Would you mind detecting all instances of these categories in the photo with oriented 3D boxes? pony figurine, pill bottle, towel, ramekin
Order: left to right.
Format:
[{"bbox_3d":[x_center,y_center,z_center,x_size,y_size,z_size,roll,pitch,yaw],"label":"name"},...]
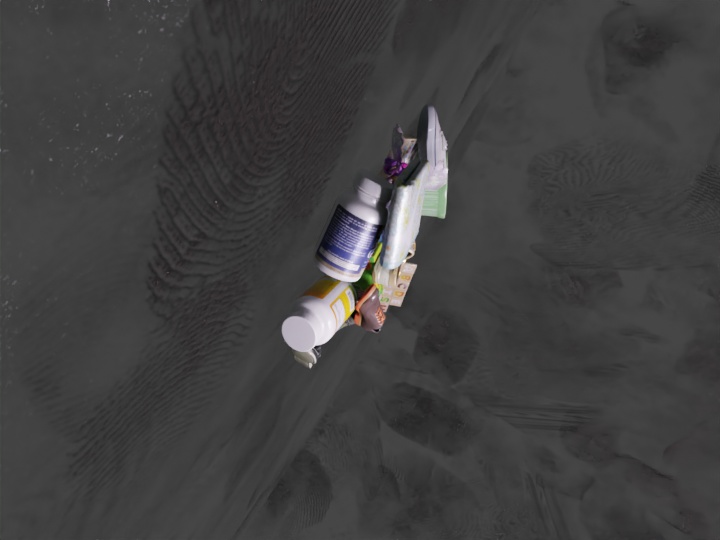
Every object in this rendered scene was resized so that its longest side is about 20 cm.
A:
[{"bbox_3d":[-0.091,0.094,1.172,0.112,0.110,0.200,-65,170,29],"label":"pill bottle"},{"bbox_3d":[-0.010,-0.089,1.046,0.202,0.110,0.111,-64,171,20],"label":"pill bottle"},{"bbox_3d":[0.091,-0.207,1.204,0.199,0.167,0.193,-41,172,-11],"label":"pony figurine"},{"bbox_3d":[0.088,-0.118,1.054,0.200,0.047,0.174,-57,156,-58],"label":"towel"},{"bbox_3d":[0.194,-0.251,1.522,0.200,0.096,0.204,1,90,-85],"label":"ramekin"}]

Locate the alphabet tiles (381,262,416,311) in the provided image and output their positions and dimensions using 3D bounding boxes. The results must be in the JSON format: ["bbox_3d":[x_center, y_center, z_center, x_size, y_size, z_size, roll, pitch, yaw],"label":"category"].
[{"bbox_3d":[0.042,0.039,1.400,0.202,0.164,0.008,107,-10,-46],"label":"alphabet tiles"}]

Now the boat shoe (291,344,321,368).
[{"bbox_3d":[-0.136,0.210,1.418,0.067,0.074,0.200,-59,172,-19],"label":"boat shoe"}]

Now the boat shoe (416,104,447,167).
[{"bbox_3d":[0.184,-0.310,1.335,0.073,0.066,0.204,-178,-90,-71],"label":"boat shoe"}]

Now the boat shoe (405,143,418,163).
[{"bbox_3d":[0.119,-0.249,1.430,0.072,0.067,0.202,-44,160,-56],"label":"boat shoe"}]

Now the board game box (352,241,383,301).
[{"bbox_3d":[0.000,0.000,1.281,0.201,0.100,0.048,85,29,-52],"label":"board game box"}]

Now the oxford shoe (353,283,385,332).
[{"bbox_3d":[0.033,0.092,1.259,0.071,0.072,0.201,-51,168,-20],"label":"oxford shoe"}]

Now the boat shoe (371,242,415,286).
[{"bbox_3d":[0.093,-0.050,1.231,0.074,0.066,0.202,72,41,-65],"label":"boat shoe"}]

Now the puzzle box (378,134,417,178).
[{"bbox_3d":[0.075,-0.242,1.326,0.202,0.025,0.133,-64,170,21],"label":"puzzle box"}]

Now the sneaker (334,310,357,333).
[{"bbox_3d":[-0.063,0.134,1.423,0.085,0.078,0.199,-45,-172,-31],"label":"sneaker"}]

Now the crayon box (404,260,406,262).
[{"bbox_3d":[0.098,-0.035,1.549,0.126,0.051,0.203,-97,-157,-73],"label":"crayon box"}]

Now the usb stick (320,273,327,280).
[{"bbox_3d":[-0.051,-0.005,1.347,0.200,0.032,0.056,-50,160,-49],"label":"usb stick"}]

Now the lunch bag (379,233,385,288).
[{"bbox_3d":[0.053,-0.075,1.432,0.151,0.093,0.202,120,-18,-44],"label":"lunch bag"}]
